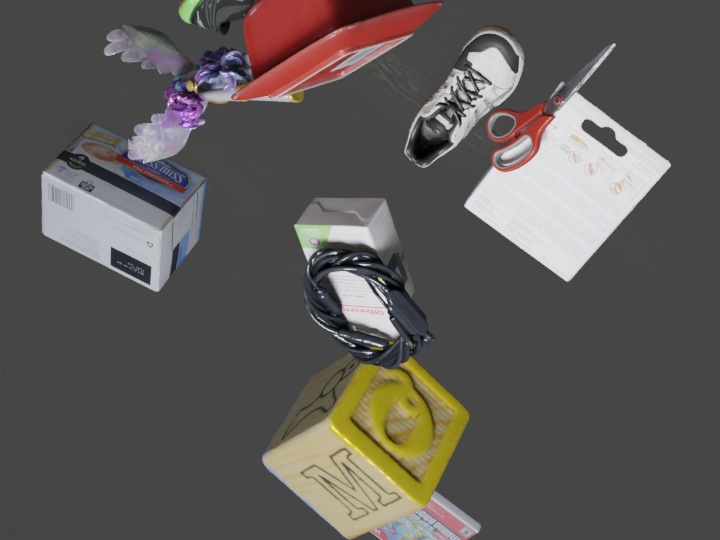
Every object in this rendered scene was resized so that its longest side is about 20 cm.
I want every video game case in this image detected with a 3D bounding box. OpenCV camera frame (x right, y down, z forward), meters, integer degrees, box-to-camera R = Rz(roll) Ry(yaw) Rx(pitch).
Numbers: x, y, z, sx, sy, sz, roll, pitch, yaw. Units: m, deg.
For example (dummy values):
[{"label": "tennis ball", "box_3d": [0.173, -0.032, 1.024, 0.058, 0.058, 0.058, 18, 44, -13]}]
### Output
[{"label": "video game case", "box_3d": [0.098, 0.427, 2.023, 0.142, 0.018, 0.200, 36, 140, -3]}]

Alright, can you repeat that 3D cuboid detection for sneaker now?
[{"label": "sneaker", "box_3d": [0.117, -0.188, 1.364, 0.075, 0.088, 0.200, 36, 138, 0]}, {"label": "sneaker", "box_3d": [-0.138, -0.347, 1.404, 0.083, 0.077, 0.200, 29, 146, -21]}]

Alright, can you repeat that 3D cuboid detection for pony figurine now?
[{"label": "pony figurine", "box_3d": [-0.199, -0.223, 1.479, 0.198, 0.192, 0.169, -3, 94, 36]}]

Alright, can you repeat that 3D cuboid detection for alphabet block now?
[{"label": "alphabet block", "box_3d": [0.008, 0.247, 1.776, 0.196, 0.196, 0.200, 41, 140, -12]}]

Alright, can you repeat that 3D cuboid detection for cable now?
[{"label": "cable", "box_3d": [-0.001, 0.047, 1.602, 0.200, 0.051, 0.163, 45, 141, -18]}]

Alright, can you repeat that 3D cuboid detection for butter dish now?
[{"label": "butter dish", "box_3d": [-0.047, -0.292, 1.325, 0.199, 0.199, 0.149, -23, 92, 43]}]

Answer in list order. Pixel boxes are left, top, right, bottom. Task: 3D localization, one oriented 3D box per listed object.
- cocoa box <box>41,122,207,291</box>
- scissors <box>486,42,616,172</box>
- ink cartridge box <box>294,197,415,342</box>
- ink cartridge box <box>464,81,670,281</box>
[{"label": "cocoa box", "box_3d": [-0.338, -0.092, 1.720, 0.198, 0.132, 0.134, 26, 138, 9]}, {"label": "scissors", "box_3d": [0.216, -0.176, 1.336, 0.199, 0.014, 0.074, -28, 74, 40]}, {"label": "ink cartridge box", "box_3d": [0.000, 0.000, 1.636, 0.116, 0.068, 0.201, 3, 130, 29]}, {"label": "ink cartridge box", "box_3d": [0.241, -0.106, 1.408, 0.160, 0.050, 0.201, 36, 121, -2]}]
